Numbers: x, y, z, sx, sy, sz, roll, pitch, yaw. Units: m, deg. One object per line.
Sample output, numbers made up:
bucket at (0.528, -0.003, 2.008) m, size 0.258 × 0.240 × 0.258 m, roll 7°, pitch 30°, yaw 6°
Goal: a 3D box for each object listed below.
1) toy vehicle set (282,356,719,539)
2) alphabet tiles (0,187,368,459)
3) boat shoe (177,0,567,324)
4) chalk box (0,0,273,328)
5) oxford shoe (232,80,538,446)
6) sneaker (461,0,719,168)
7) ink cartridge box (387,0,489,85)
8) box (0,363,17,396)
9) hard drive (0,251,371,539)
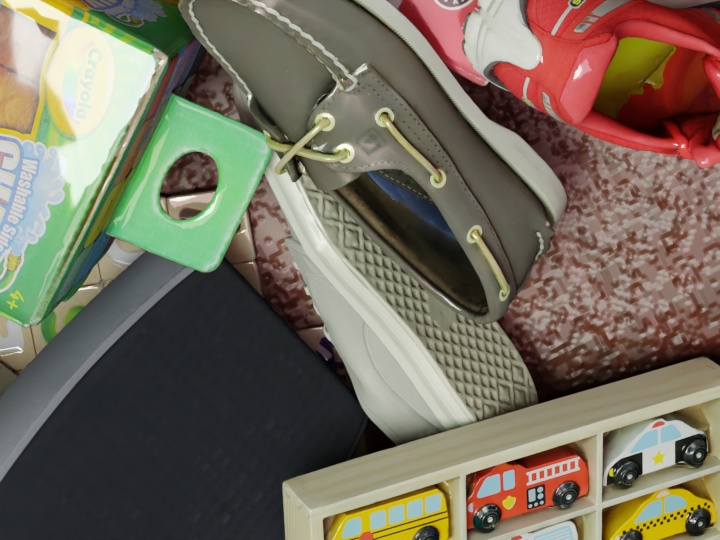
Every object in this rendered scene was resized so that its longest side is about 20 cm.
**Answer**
toy vehicle set at (0.065, 0.119, 1.102) m, size 0.200 × 0.027 × 0.124 m, roll -15°, pitch 119°, yaw -23°
alphabet tiles at (-0.083, 0.065, 1.152) m, size 0.167 × 0.008 × 0.200 m, roll -8°, pitch 107°, yaw 3°
boat shoe at (0.002, -0.054, 1.029) m, size 0.202 × 0.072 × 0.060 m, roll 40°, pitch 62°, yaw -33°
chalk box at (-0.136, -0.065, 1.040) m, size 0.200 × 0.124 × 0.125 m, roll 27°, pitch 105°, yaw 1°
oxford shoe at (0.000, 0.000, 1.104) m, size 0.058 × 0.075 × 0.200 m, roll -21°, pitch 107°, yaw 41°
sneaker at (0.125, -0.066, 1.032) m, size 0.200 × 0.085 × 0.077 m, roll 6°, pitch 118°, yaw -44°
ink cartridge box at (-0.006, -0.185, 1.036) m, size 0.200 × 0.084 × 0.144 m, roll 27°, pitch 104°, yaw -6°
box at (-0.107, 0.126, 1.126) m, size 0.200 × 0.082 × 0.068 m, roll 38°, pitch 103°, yaw -12°
hard drive at (-0.083, 0.086, 1.064) m, size 0.135 × 0.200 × 0.042 m, roll 47°, pitch 144°, yaw -11°
